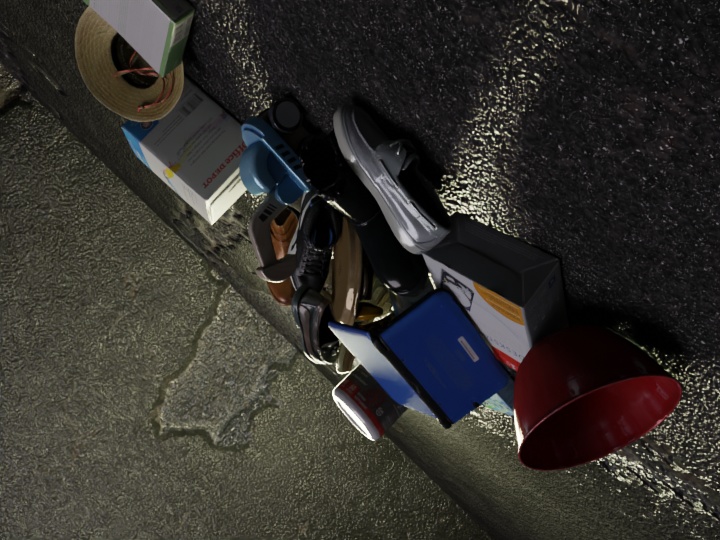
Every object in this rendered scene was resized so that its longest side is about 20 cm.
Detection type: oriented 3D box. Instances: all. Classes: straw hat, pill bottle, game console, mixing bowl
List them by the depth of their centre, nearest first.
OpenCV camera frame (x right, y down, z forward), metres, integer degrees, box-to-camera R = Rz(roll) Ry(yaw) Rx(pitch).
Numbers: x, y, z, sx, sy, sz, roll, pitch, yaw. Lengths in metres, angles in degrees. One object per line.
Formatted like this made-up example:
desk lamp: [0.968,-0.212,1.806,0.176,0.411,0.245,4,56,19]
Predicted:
mixing bowl: [0.259,0.137,0.795,0.201,0.197,0.109,61,-171,-51]
game console: [0.081,0.114,0.945,0.201,0.170,0.119,50,-173,-30]
straw hat: [-0.362,-0.351,1.116,0.201,0.201,0.085,43,-154,-5]
pill bottle: [0.056,0.189,1.192,0.116,0.200,0.116,43,163,17]

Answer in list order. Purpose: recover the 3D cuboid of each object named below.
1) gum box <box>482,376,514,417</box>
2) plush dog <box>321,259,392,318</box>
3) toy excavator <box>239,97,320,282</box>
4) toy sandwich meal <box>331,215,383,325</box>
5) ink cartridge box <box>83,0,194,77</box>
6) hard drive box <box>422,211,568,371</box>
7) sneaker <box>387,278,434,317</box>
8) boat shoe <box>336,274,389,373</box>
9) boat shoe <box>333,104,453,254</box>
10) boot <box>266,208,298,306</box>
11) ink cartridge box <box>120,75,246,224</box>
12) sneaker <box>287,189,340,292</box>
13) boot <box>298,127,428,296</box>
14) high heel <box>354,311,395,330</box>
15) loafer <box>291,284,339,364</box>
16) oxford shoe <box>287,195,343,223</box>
gum box: [0.204,0.182,1.262,0.200,0.045,0.169,48,164,-15]
plush dog: [-0.053,0.052,1.296,0.161,0.172,0.199,47,165,-21]
toy excavator: [-0.126,-0.113,0.974,0.195,0.201,0.100,47,164,-20]
toy sandwich meal: [0.000,0.000,1.057,0.069,0.209,0.205,3,170,-11]
ink cartridge box: [-0.337,-0.397,0.975,0.200,0.048,0.145,45,153,-6]
hard drive box: [0.180,0.038,0.868,0.155,0.077,0.201,31,162,37]
sneaker: [0.077,0.035,1.009,0.081,0.076,0.202,75,170,-60]
boat shoe: [0.012,0.090,1.184,0.062,0.204,0.073,21,173,3]
boat shoe: [0.044,-0.119,0.800,0.071,0.070,0.203,-31,91,39]
boot: [-0.148,-0.047,1.285,0.155,0.072,0.203,107,157,-66]
ink cartridge box: [-0.296,-0.216,1.220,0.199,0.148,0.145,41,165,3]
sneaker: [-0.076,-0.031,1.085,0.072,0.203,0.112,3,-158,-11]
boot: [0.004,-0.074,0.849,0.162,0.073,0.201,36,-152,-55]
high heel: [0.076,0.095,1.062,0.143,0.196,0.073,-136,35,-80]
loafer: [-0.063,0.106,1.146,0.062,0.072,0.201,18,149,27]
oxford shoe: [-0.064,-0.074,1.168,0.200,0.075,0.070,46,164,-13]
